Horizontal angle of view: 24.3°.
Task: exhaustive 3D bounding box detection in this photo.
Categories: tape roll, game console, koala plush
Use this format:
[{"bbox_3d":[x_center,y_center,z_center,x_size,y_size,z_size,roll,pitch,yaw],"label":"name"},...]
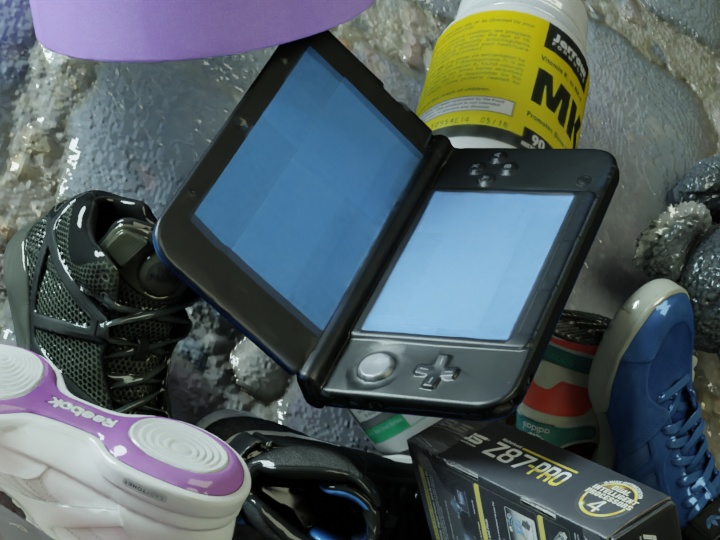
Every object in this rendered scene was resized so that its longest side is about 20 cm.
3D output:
[{"bbox_3d":[-0.092,-0.180,0.959,0.200,0.200,0.066,-35,126,-47],"label":"tape roll"},{"bbox_3d":[0.021,-0.035,0.872,0.200,0.171,0.118,-61,142,-39],"label":"game console"},{"bbox_3d":[0.295,-0.006,1.232,0.200,0.184,0.177,-29,86,-35],"label":"koala plush"}]

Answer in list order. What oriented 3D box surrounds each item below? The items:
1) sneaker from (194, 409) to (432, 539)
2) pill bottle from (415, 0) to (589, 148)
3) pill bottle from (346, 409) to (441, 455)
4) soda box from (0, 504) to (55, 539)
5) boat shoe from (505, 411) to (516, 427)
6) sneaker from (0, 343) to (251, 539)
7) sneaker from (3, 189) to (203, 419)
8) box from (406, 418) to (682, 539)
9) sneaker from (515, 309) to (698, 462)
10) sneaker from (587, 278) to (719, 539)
[{"bbox_3d":[0.006,0.139,0.909,0.200,0.112,0.073,19,91,-25],"label":"sneaker"},{"bbox_3d":[0.096,-0.109,1.143,0.114,0.114,0.200,34,47,-21],"label":"pill bottle"},{"bbox_3d":[0.000,0.000,0.994,0.200,0.113,0.113,54,43,-3],"label":"pill bottle"},{"bbox_3d":[-0.154,0.149,0.699,0.200,0.063,0.070,37,45,-19],"label":"soda box"},{"bbox_3d":[0.118,0.117,1.064,0.072,0.076,0.200,39,39,-8],"label":"boat shoe"},{"bbox_3d":[-0.151,0.101,0.802,0.200,0.100,0.075,23,27,21],"label":"sneaker"},{"bbox_3d":[-0.123,0.048,0.860,0.076,0.114,0.200,3,66,-38],"label":"sneaker"},{"bbox_3d":[0.105,0.185,0.856,0.049,0.161,0.200,-27,115,-28],"label":"box"},{"bbox_3d":[0.144,0.078,1.021,0.200,0.070,0.093,11,99,-62],"label":"sneaker"},{"bbox_3d":[0.183,0.108,0.923,0.077,0.200,0.111,-21,38,-39],"label":"sneaker"}]
